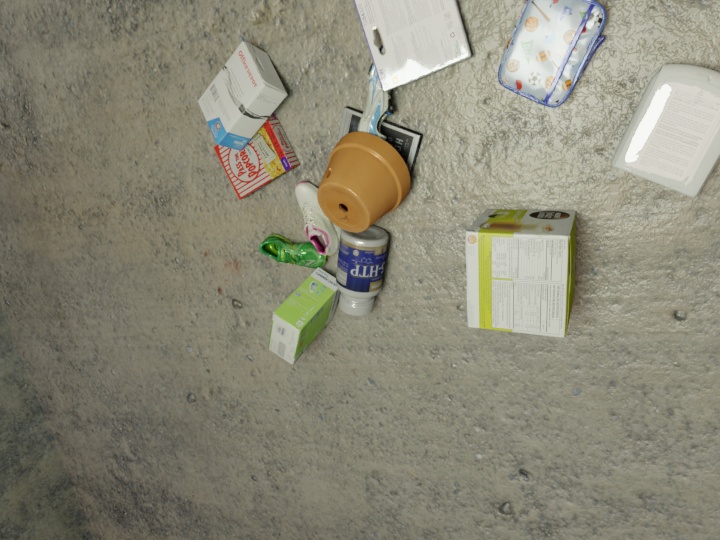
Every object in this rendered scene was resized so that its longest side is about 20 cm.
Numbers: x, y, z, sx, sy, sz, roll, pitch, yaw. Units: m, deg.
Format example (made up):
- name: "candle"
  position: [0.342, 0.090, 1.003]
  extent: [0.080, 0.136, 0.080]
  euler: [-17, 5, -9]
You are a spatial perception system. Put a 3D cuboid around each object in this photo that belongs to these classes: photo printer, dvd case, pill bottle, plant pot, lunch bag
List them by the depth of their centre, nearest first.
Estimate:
- name: "photo printer"
  position: [0.569, -0.254, 0.977]
  extent: [0.164, 0.069, 0.203]
  euler: [25, 118, 17]
- name: "lunch bag"
  position: [0.359, -0.419, 1.022]
  extent: [0.158, 0.076, 0.203]
  euler: [29, 121, 12]
- name: "plant pot"
  position: [-0.005, -0.182, 1.217]
  extent: [0.197, 0.141, 0.202]
  euler: [24, 146, 17]
- name: "dvd case"
  position: [0.035, -0.275, 1.275]
  extent: [0.197, 0.025, 0.153]
  euler: [25, 119, 18]
- name: "pill bottle"
  position: [0.000, 0.000, 1.342]
  extent: [0.117, 0.120, 0.204]
  euler: [16, 116, 21]

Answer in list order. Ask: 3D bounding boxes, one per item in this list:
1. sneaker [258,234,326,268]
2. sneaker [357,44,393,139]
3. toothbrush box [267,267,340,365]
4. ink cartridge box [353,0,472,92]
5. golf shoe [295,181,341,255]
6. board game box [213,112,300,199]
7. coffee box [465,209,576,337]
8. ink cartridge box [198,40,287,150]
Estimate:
- name: "sneaker"
  position: [-0.180, -0.041, 1.441]
  extent: [0.196, 0.083, 0.076]
  euler: [12, 114, 22]
- name: "sneaker"
  position: [0.044, -0.382, 1.195]
  extent: [0.071, 0.072, 0.205]
  euler: [12, 101, 6]
- name: "toothbrush box"
  position: [-0.139, 0.114, 1.393]
  extent: [0.085, 0.200, 0.147]
  euler: [31, 137, 13]
- name: "ink cartridge box"
  position: [0.108, -0.499, 1.124]
  extent: [0.196, 0.043, 0.200]
  euler: [-15, 102, 21]
- name: "golf shoe"
  position: [-0.111, -0.128, 1.368]
  extent: [0.075, 0.091, 0.202]
  euler: [-30, 92, 34]
- name: "board game box"
  position: [-0.269, -0.295, 1.412]
  extent: [0.198, 0.046, 0.154]
  euler: [-24, 97, 32]
- name: "coffee box"
  position: [0.332, -0.005, 1.119]
  extent: [0.194, 0.199, 0.205]
  euler: [4, 110, 25]
- name: "ink cartridge box"
  position: [-0.285, -0.415, 1.317]
  extent: [0.199, 0.083, 0.146]
  euler: [-39, 67, 28]
